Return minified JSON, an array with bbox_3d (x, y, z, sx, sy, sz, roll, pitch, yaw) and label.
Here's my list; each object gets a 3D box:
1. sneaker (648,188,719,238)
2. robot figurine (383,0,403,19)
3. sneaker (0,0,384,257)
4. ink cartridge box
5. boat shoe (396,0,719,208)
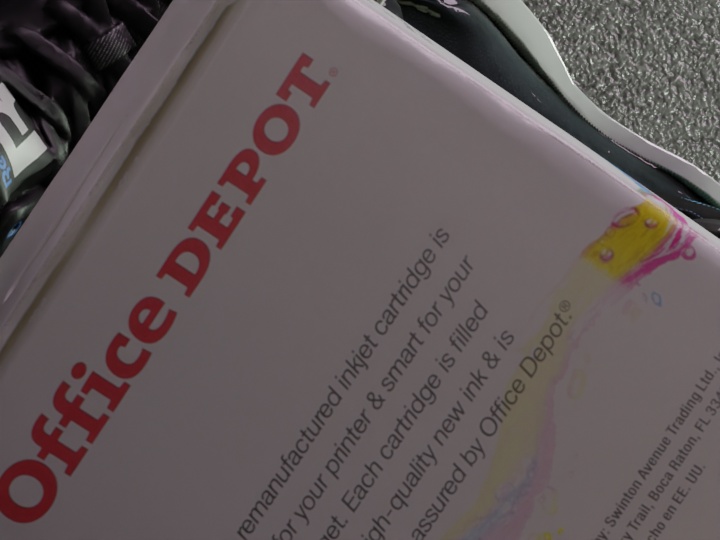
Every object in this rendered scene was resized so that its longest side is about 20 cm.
[{"bbox_3d":[0.053,0.001,0.890,0.199,0.074,0.082,18,7,14],"label":"sneaker"},{"bbox_3d":[-0.072,-0.087,0.873,0.150,0.200,0.125,47,-13,-2],"label":"robot figurine"},{"bbox_3d":[-0.066,-0.047,0.700,0.073,0.199,0.112,56,7,-11],"label":"sneaker"},{"bbox_3d":[0.015,0.037,0.620,0.199,0.146,0.088,33,5,-14],"label":"ink cartridge box"},{"bbox_3d":[0.065,-0.025,0.957,0.200,0.061,0.075,39,-31,-16],"label":"boat shoe"}]
